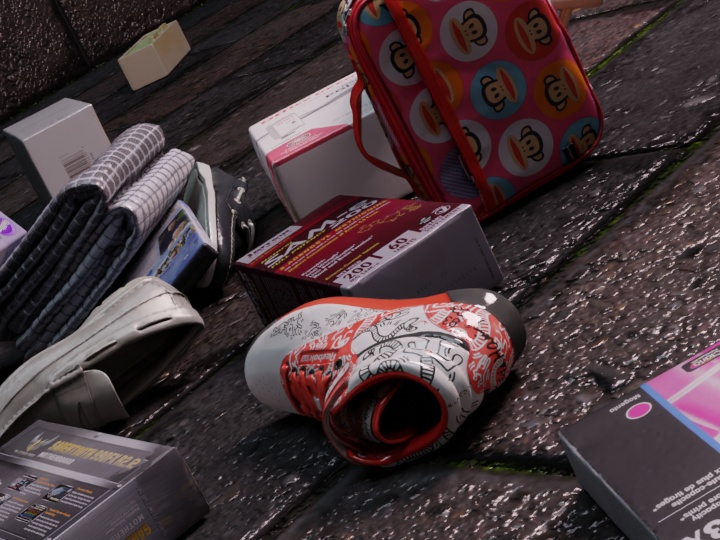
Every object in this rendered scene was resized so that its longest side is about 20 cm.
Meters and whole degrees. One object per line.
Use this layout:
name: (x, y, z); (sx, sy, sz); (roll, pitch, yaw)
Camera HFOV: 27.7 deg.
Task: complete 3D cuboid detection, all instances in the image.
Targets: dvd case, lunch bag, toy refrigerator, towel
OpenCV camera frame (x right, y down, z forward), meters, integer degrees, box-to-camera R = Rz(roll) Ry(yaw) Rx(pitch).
dvd case: (-0.179, 0.017, 1.214); (0.143, 0.017, 0.200); (-52, 18, 2)
lunch bag: (0.071, -0.142, 1.096); (0.175, 0.201, 0.082); (-31, 16, -5)
toy refrigerator: (-0.382, -0.403, 2.706); (0.075, 0.070, 0.200); (-22, 17, 15)
towel: (-0.246, -0.026, 1.296); (0.200, 0.085, 0.166); (-49, 8, 24)

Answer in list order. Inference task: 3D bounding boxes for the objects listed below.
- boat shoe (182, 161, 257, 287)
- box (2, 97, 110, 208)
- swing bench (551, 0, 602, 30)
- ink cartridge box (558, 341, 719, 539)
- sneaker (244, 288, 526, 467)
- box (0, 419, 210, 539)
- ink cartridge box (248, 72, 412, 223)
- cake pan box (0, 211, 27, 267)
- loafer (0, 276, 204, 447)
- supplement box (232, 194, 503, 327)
boat shoe: (-0.121, -0.042, 1.306); (0.060, 0.076, 0.201); (13, 28, -15)
box: (-0.370, -0.139, 1.845); (0.097, 0.125, 0.200); (-30, 18, -14)
swing bench: (0.088, -0.216, 1.247); (0.198, 0.131, 0.199); (14, 21, 0)
ink cartridge box: (0.157, 0.090, 0.593); (0.094, 0.037, 0.200); (-28, 19, -4)
sneaker: (-0.010, 0.065, 0.842); (0.200, 0.068, 0.108); (-11, 21, 34)
box: (-0.205, 0.161, 0.880); (0.158, 0.049, 0.199); (-37, 20, -31)
ink cartridge box: (-0.016, -0.111, 1.324); (0.146, 0.083, 0.200); (-28, 18, -3)
cake pan box: (-0.388, 0.055, 1.262); (0.201, 0.052, 0.184); (-56, -5, 25)
loafer: (-0.198, 0.085, 1.053); (0.070, 0.070, 0.200); (31, 67, 37)
supplement box: (0.000, 0.000, 1.025); (0.108, 0.061, 0.200); (-34, 18, -21)
